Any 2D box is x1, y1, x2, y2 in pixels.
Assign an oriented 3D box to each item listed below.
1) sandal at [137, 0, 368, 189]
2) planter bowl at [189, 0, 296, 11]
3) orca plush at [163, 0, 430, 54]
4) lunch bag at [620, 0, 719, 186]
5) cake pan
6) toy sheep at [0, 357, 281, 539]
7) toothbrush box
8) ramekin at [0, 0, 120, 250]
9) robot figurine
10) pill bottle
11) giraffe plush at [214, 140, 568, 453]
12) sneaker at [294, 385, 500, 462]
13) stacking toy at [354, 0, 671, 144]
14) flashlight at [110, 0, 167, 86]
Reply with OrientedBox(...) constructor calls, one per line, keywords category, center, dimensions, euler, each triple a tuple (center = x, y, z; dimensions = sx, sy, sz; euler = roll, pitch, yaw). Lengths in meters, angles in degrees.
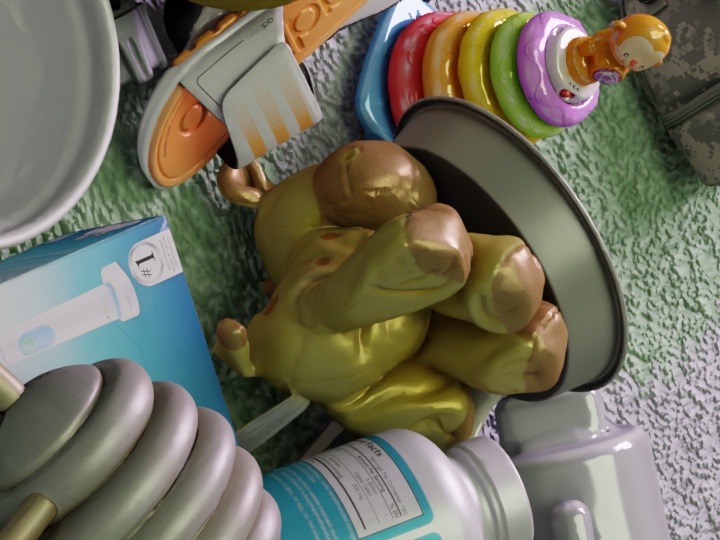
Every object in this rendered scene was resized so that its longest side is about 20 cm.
OrientedBox(category="sandal", center=(-0.037, -0.117, 1.237), dimensions=(0.207, 0.059, 0.079), euler=(-45, 151, -5))
OrientedBox(category="planter bowl", center=(-0.066, -0.194, 1.182), dimensions=(0.200, 0.200, 0.084), euler=(-33, 150, -44))
OrientedBox(category="orca plush", center=(-0.042, -0.177, 1.305), dimensions=(0.200, 0.105, 0.071), euler=(-28, 65, -26))
OrientedBox(category="lunch bag", center=(0.284, -0.175, 1.603), dimensions=(0.200, 0.139, 0.168), euler=(-34, 91, -44))
OrientedBox(category="cake pan", center=(0.074, -0.006, 1.313), dimensions=(0.037, 0.200, 0.201), euler=(-33, 107, -24))
OrientedBox(category="toy sheep", center=(-0.112, 0.110, 1.022), dimensions=(0.200, 0.138, 0.138), euler=(49, 51, -23))
OrientedBox(category="toothbrush box", center=(-0.169, 0.074, 1.117), dimensions=(0.200, 0.085, 0.147), euler=(-28, 104, -45))
OrientedBox(category="ramekin", center=(-0.223, -0.100, 1.080), dimensions=(0.200, 0.105, 0.201), euler=(10, 76, -44))
OrientedBox(category="robot figurine", center=(0.135, 0.168, 1.391), dimensions=(0.170, 0.113, 0.201), euler=(-16, 93, -80))
OrientedBox(category="pill bottle", center=(-0.011, 0.152, 1.190), dimensions=(0.200, 0.111, 0.111), euler=(-18, 96, -21))
OrientedBox(category="giraffe plush", center=(0.000, 0.000, 1.256), dimensions=(0.162, 0.200, 0.173), euler=(-100, 165, -44))
OrientedBox(category="sneaker", center=(0.014, 0.122, 1.291), dimensions=(0.067, 0.090, 0.200), euler=(54, 50, -28))
OrientedBox(category="stacking toy", center=(0.104, -0.118, 1.351), dimensions=(0.116, 0.200, 0.110), euler=(38, 57, -36))
OrientedBox(category="flashlight", center=(-0.163, -0.189, 1.188), dimensions=(0.068, 0.068, 0.200), euler=(-43, 113, -51))
